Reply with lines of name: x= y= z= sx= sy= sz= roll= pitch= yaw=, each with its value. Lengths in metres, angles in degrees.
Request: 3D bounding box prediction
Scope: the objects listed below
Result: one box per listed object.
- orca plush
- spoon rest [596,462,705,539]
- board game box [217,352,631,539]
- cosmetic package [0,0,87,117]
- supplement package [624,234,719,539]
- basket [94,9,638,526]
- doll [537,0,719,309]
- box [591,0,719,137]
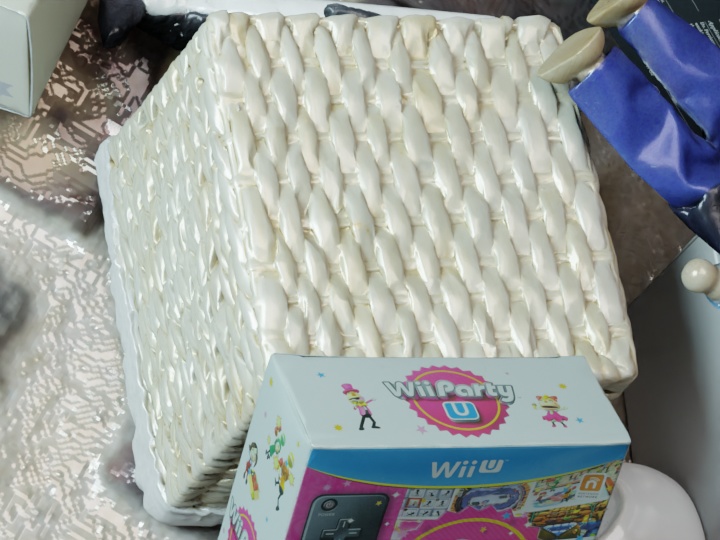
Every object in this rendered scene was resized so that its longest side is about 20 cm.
orca plush: x=-0.032 y=-0.099 z=1.406 sx=0.199 sy=0.105 sz=0.071 roll=3 pitch=96 yaw=-23
spoon rest: x=0.127 y=0.155 z=1.301 sx=0.099 sy=0.200 sz=0.061 roll=-34 pitch=121 yaw=0
board game box: x=0.015 y=0.131 z=1.235 sx=0.147 sy=0.201 sz=0.064 roll=1 pitch=36 yaw=-21
cosmetic package: x=-0.166 y=-0.187 z=1.373 sx=0.103 sy=0.087 sz=0.201 roll=18 pitch=60 yaw=4
supplement package: x=0.209 y=0.093 z=1.377 sx=0.121 sy=0.120 sz=0.201 roll=3 pitch=65 yaw=-19
basket: x=0.000 y=0.000 z=1.319 sx=0.197 sy=0.161 sz=0.201 roll=-1 pitch=68 yaw=-23
doll: x=0.177 y=-0.047 z=1.310 sx=0.200 sy=0.048 sz=0.137 roll=46 pitch=64 yaw=-11
box: x=0.193 y=-0.151 z=1.429 sx=0.079 sy=0.141 sz=0.200 roll=-54 pitch=124 yaw=-31
